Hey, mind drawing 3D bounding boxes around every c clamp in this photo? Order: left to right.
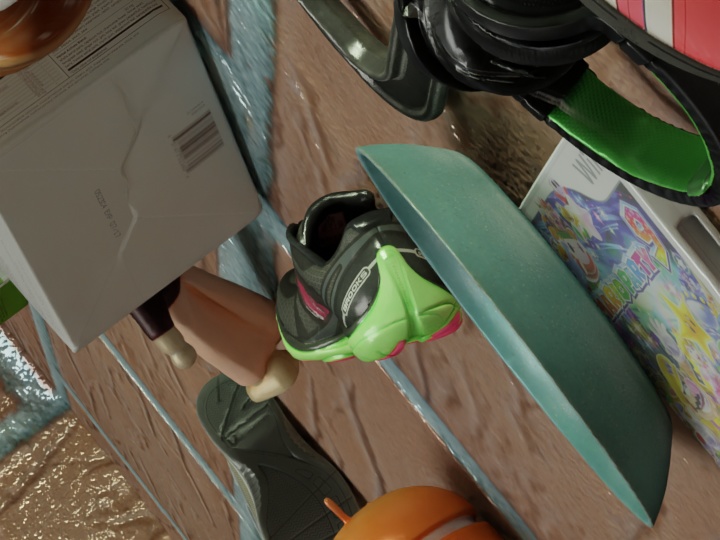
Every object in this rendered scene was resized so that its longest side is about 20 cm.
[{"bbox_3d":[-0.015,-0.145,1.066,0.171,0.027,0.200,44,164,17],"label":"c clamp"}]

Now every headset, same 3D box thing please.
[{"bbox_3d":[0.041,-0.085,0.846,0.200,0.094,0.123,43,168,-4],"label":"headset"}]

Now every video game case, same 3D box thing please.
[{"bbox_3d":[0.137,0.034,0.998,0.200,0.018,0.143,52,168,7],"label":"video game case"}]

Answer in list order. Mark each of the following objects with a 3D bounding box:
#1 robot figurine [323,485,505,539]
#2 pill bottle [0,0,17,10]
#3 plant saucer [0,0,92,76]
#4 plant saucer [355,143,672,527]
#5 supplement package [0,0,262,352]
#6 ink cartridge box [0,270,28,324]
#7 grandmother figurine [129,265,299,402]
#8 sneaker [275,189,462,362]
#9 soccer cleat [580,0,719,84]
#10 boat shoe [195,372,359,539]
[{"bbox_3d":[0.055,0.211,1.564,0.200,0.144,0.117,49,145,18],"label":"robot figurine"},{"bbox_3d":[-0.192,-0.234,1.260,0.200,0.109,0.110,55,168,-10],"label":"pill bottle"},{"bbox_3d":[-0.219,-0.188,1.315,0.032,0.200,0.201,-27,102,42],"label":"plant saucer"},{"bbox_3d":[0.072,0.018,1.095,0.200,0.036,0.200,52,179,1],"label":"plant saucer"},{"bbox_3d":[-0.187,-0.103,1.513,0.200,0.147,0.191,46,166,32],"label":"supplement package"},{"bbox_3d":[-0.439,-0.030,2.813,0.148,0.076,0.200,50,169,16],"label":"ink cartridge box"},{"bbox_3d":[-0.126,0.008,1.655,0.200,0.061,0.121,34,-167,-39],"label":"grandmother figurine"},{"bbox_3d":[0.000,0.000,1.324,0.200,0.077,0.084,169,82,-73],"label":"sneaker"},{"bbox_3d":[0.066,-0.135,0.700,0.200,0.068,0.073,52,151,-6],"label":"soccer cleat"},{"bbox_3d":[-0.053,0.164,1.944,0.202,0.074,0.065,52,174,25],"label":"boat shoe"}]
